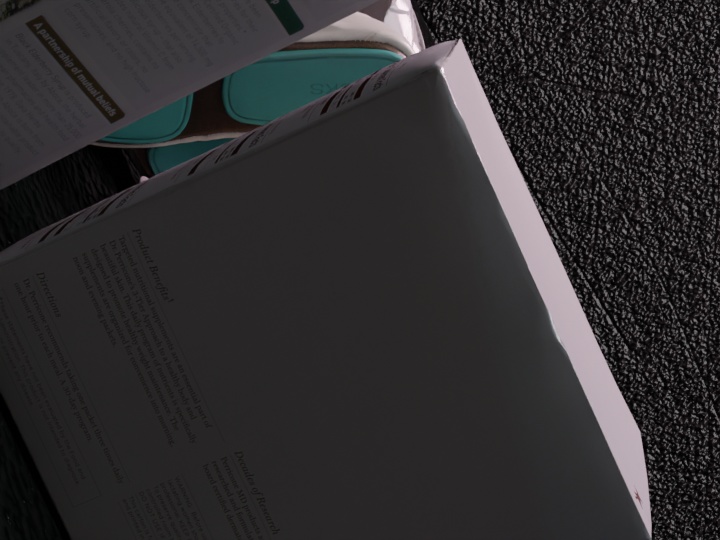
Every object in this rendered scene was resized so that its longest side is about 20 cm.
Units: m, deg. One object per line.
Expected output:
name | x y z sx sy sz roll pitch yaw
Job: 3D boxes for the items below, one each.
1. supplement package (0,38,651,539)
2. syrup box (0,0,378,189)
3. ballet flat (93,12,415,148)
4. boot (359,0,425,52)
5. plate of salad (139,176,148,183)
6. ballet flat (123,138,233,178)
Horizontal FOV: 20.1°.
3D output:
supplement package | -0.015 0.038 0.798 0.147 0.199 0.192 -60 126 -78
syrup box | -0.086 -0.115 0.777 0.082 0.199 0.079 54 15 -50
ballet flat | -0.073 -0.093 0.907 0.069 0.199 0.070 -179 -90 -76
boot | 0.018 -0.060 0.990 0.095 0.073 0.201 37 41 -37
plate of salad | -0.061 0.045 0.991 0.201 0.048 0.200 58 1 -2
ballet flat | -0.107 -0.092 1.010 0.200 0.073 0.073 39 28 -55
